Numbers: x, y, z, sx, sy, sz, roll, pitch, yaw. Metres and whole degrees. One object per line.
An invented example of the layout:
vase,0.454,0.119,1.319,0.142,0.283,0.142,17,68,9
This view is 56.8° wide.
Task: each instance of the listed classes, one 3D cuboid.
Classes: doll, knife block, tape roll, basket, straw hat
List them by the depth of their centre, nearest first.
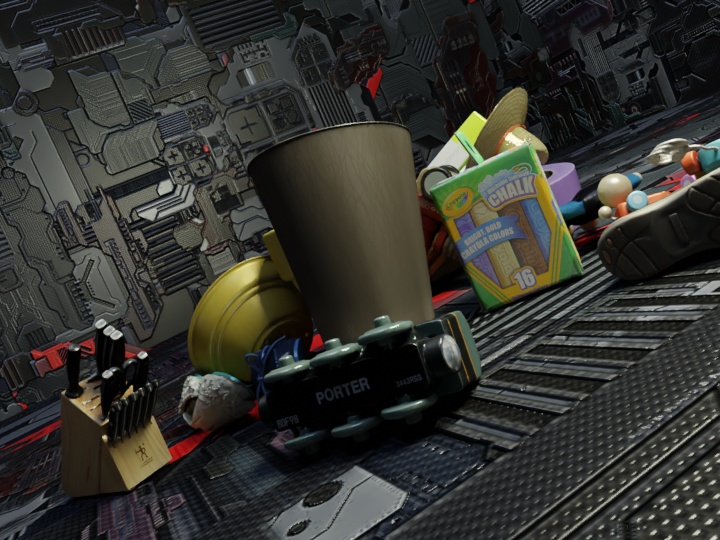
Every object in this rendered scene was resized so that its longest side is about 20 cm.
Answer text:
basket,-0.003,-0.027,0.674,0.178,0.202,0.136,-13,-10,-20
knife block,-0.293,0.155,0.742,0.199,0.177,0.064,-20,5,40
doll,0.306,-0.088,0.867,0.135,0.049,0.200,-25,-9,1
straw hat,0.243,-0.177,1.037,0.201,0.085,0.202,-47,-23,-27
tape roll,0.262,-0.100,1.088,0.198,0.086,0.200,-20,13,5

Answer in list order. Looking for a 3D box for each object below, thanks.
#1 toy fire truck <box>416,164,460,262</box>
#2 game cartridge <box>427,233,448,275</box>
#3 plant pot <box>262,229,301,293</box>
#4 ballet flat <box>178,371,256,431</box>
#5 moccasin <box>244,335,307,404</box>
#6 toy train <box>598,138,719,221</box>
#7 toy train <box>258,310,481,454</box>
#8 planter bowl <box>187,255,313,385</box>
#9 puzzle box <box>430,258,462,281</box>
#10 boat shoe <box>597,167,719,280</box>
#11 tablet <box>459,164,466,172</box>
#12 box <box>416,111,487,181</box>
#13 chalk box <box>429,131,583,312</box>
toy fire truck,0.134,-0.031,0.959,0.202,0.175,0.129,-67,-10,17
game cartridge,0.096,-0.016,1.113,0.176,0.032,0.200,-47,8,-3
plant pot,0.000,0.000,0.860,0.199,0.191,0.201,-23,6,3
ballet flat,-0.183,0.167,0.820,0.071,0.072,0.200,-27,4,-26
moccasin,-0.091,0.121,0.753,0.067,0.081,0.200,-10,-10,-8
toy train,0.339,-0.078,0.690,0.148,0.056,0.200,-13,-15,6
toy train,0.007,0.092,0.563,0.199,0.086,0.114,-25,-9,32
planter bowl,-0.125,0.088,0.899,0.199,0.202,0.083,-27,42,-30
puzzle box,0.184,-0.032,1.222,0.198,0.026,0.133,-26,7,-16
boat shoe,0.316,-0.056,0.608,0.198,0.075,0.073,-20,7,30
tablet,0.141,-0.112,1.085,0.200,0.014,0.130,-49,-12,-10
box,0.142,-0.155,1.101,0.200,0.048,0.122,-50,-12,3
chalk box,0.166,-0.076,0.788,0.123,0.202,0.124,-22,6,20
